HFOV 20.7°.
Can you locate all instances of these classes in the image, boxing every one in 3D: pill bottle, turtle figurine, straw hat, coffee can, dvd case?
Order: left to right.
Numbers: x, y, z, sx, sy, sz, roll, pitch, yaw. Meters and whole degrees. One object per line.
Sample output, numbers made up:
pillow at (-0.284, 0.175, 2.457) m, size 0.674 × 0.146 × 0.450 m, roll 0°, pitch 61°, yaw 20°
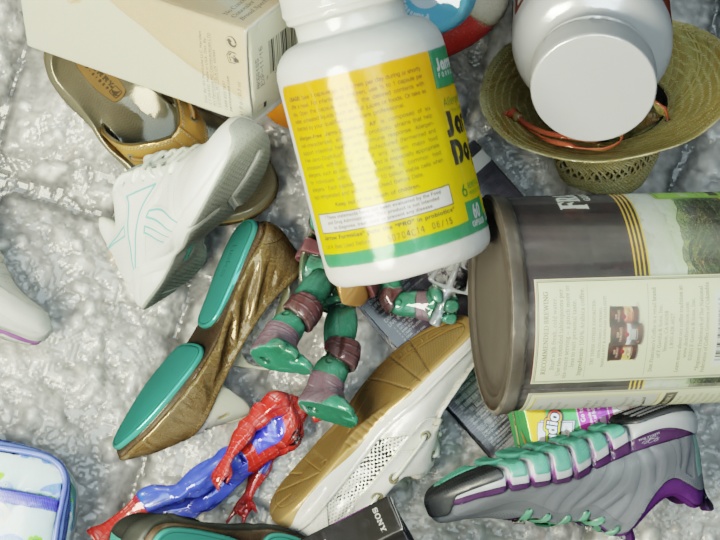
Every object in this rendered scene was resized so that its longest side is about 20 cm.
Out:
turtle figurine at (0.000, 0.000, 1.387) m, size 0.150 × 0.101 × 0.200 m, roll 38°, pitch 63°, yaw -23°
pill bottle at (0.009, -0.098, 1.279) m, size 0.112 × 0.113 × 0.201 m, roll -15°, pitch 97°, yaw -9°
dvd case at (0.094, 0.027, 1.454) m, size 0.149 × 0.016 × 0.200 m, roll -42°, pitch 91°, yaw -9°
pill bottle at (0.162, -0.180, 1.384) m, size 0.112 × 0.112 × 0.200 m, roll 14°, pitch 38°, yaw -6°
straw hat at (0.180, -0.102, 1.442) m, size 0.200 × 0.201 × 0.085 m, roll -14°, pitch 127°, yaw -9°
coffee can at (0.183, 0.020, 1.324) m, size 0.199 × 0.146 × 0.147 m, roll -1°, pitch 83°, yaw -8°

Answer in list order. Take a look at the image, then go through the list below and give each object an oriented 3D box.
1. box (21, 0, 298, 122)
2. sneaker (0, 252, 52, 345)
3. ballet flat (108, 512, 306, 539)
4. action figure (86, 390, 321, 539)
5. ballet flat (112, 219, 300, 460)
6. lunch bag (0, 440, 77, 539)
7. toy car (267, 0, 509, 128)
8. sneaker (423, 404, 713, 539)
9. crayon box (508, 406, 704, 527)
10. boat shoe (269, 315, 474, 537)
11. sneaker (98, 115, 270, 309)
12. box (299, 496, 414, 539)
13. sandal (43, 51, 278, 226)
box at (-0.131, -0.180, 1.358) m, size 0.200 × 0.078 × 0.095 m, roll 20°, pitch 43°, yaw 25°
sneaker at (-0.286, -0.029, 1.378) m, size 0.200 × 0.075 × 0.100 m, roll 40°, pitch 81°, yaw -2°
ballet flat at (-0.090, 0.200, 1.357) m, size 0.200 × 0.068 × 0.068 m, roll 26°, pitch 79°, yaw -39°
action figure at (-0.095, 0.144, 1.390) m, size 0.200 × 0.065 × 0.052 m, roll -39°, pitch 56°, yaw -10°
ballet flat at (-0.098, 0.061, 1.407) m, size 0.072 × 0.068 × 0.200 m, roll 35°, pitch 75°, yaw -22°
lunch bag at (-0.298, 0.180, 1.338) m, size 0.199 × 0.082 × 0.161 m, roll 13°, pitch 81°, yaw -2°
toy car at (-0.014, -0.190, 1.412) m, size 0.177 × 0.184 × 0.200 m, roll 46°, pitch 108°, yaw 0°
sneaker at (0.146, 0.156, 1.345) m, size 0.199 × 0.074 × 0.088 m, roll -17°, pitch 92°, yaw -9°
crayon box at (0.163, 0.074, 1.420) m, size 0.118 × 0.058 × 0.201 m, roll -12°, pitch 86°, yaw -8°
boat shoe at (0.024, 0.120, 1.409) m, size 0.200 × 0.071 × 0.069 m, roll -47°, pitch 110°, yaw 0°
sneaker at (-0.129, -0.051, 1.351) m, size 0.080 × 0.200 × 0.070 m, roll 50°, pitch 48°, yaw 8°
box at (-0.042, 0.243, 1.334) m, size 0.200 × 0.143 × 0.036 m, roll -28°, pitch 47°, yaw 0°
sandal at (-0.147, -0.106, 1.417) m, size 0.200 × 0.054 × 0.080 m, roll 42°, pitch 80°, yaw -1°
